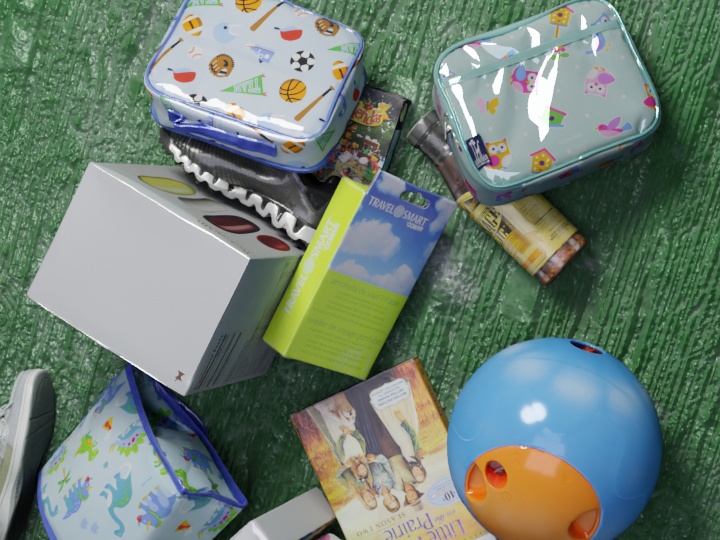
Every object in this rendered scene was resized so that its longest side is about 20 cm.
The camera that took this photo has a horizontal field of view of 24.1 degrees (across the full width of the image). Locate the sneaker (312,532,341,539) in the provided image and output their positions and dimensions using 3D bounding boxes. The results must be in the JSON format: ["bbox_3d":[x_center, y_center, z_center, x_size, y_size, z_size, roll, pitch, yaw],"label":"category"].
[{"bbox_3d":[-0.012,0.366,1.670,0.086,0.080,0.201,7,111,49],"label":"sneaker"}]

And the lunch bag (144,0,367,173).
[{"bbox_3d":[-0.103,-0.181,1.604,0.199,0.076,0.161,18,64,12],"label":"lunch bag"}]

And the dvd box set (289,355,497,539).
[{"bbox_3d":[0.034,0.206,1.694,0.146,0.029,0.201,-25,89,14],"label":"dvd box set"}]

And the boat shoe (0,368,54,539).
[{"bbox_3d":[-0.371,0.195,1.770,0.064,0.074,0.203,18,106,9],"label":"boat shoe"}]

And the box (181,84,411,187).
[{"bbox_3d":[-0.065,-0.137,1.683,0.199,0.038,0.137,20,99,11],"label":"box"}]

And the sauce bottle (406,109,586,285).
[{"bbox_3d":[0.128,-0.073,1.631,0.200,0.066,0.066,43,103,8],"label":"sauce bottle"}]

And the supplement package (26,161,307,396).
[{"bbox_3d":[-0.173,0.002,1.629,0.191,0.200,0.148,30,101,15],"label":"supplement package"}]

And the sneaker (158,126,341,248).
[{"bbox_3d":[-0.099,-0.104,1.643,0.199,0.066,0.091,32,99,5],"label":"sneaker"}]

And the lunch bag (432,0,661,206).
[{"bbox_3d":[0.167,-0.160,1.577,0.199,0.077,0.161,-20,80,-4],"label":"lunch bag"}]

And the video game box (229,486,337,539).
[{"bbox_3d":[-0.123,0.299,1.652,0.182,0.200,0.047,-41,81,14],"label":"video game box"}]

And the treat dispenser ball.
[{"bbox_3d":[0.180,0.163,1.569,0.200,0.201,0.202,1,95,13],"label":"treat dispenser ball"}]

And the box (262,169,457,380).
[{"bbox_3d":[0.000,0.000,1.635,0.048,0.122,0.201,36,102,45],"label":"box"}]

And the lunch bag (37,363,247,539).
[{"bbox_3d":[-0.235,0.218,1.714,0.170,0.127,0.200,-48,54,13],"label":"lunch bag"}]
